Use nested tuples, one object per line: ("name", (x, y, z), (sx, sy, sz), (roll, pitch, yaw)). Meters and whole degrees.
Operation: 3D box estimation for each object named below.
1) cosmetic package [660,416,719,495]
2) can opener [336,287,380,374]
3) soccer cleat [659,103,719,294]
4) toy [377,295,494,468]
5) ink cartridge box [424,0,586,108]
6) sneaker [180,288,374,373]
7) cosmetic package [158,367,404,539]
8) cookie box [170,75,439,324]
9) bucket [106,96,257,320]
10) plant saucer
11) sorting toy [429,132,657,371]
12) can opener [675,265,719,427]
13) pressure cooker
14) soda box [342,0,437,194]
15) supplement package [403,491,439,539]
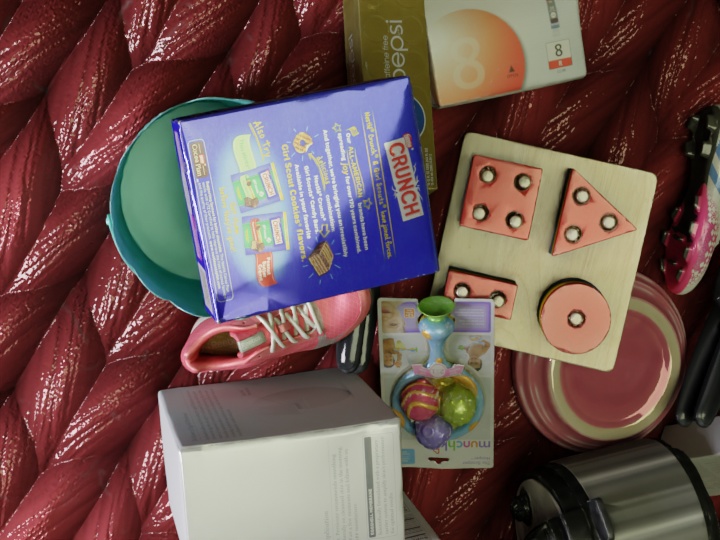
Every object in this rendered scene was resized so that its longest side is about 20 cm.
("cosmetic package", (0.400, 0.186, 1.310), (0.082, 0.199, 0.051), (33, 65, -16))
("can opener", (0.000, 0.000, 1.245), (0.078, 0.063, 0.204), (0, 91, 30))
("soccer cleat", (0.373, -0.070, 1.324), (0.085, 0.070, 0.203), (9, 97, -15))
("toy", (0.075, 0.123, 1.252), (0.113, 0.047, 0.203), (0, 116, 6))
("ink cartridge box", (0.130, -0.273, 1.238), (0.160, 0.050, 0.203), (-13, 106, -12))
("sneaker", (-0.079, 0.058, 1.188), (0.198, 0.087, 0.075), (-21, 99, 17))
("cosmetic package", (-0.079, 0.181, 1.187), (0.197, 0.199, 0.125), (-5, 100, -13))
("cookie box", (-0.046, -0.062, 1.076), (0.197, 0.075, 0.174), (-12, 102, -12))
("bucket", (-0.131, -0.063, 1.164), (0.204, 0.135, 0.211), (-2, 100, -13))
("plant saucer", (0.258, 0.098, 1.336), (0.197, 0.051, 0.204), (-2, 101, -13))
("sorting toy", (0.177, -0.017, 1.251), (0.196, 0.070, 0.203), (12, 95, 4))
("can opener", (0.374, 0.072, 1.326), (0.078, 0.063, 0.202), (29, 76, -17))
("pressure cooker", (0.241, 0.273, 1.296), (0.197, 0.179, 0.179), (-10, 113, -17))
("soda box", (0.026, -0.168, 1.193), (0.067, 0.064, 0.204), (-2, 82, -14))
("supplement package", (-0.007, 0.311, 1.228), (0.148, 0.200, 0.154), (-12, 103, -12))
